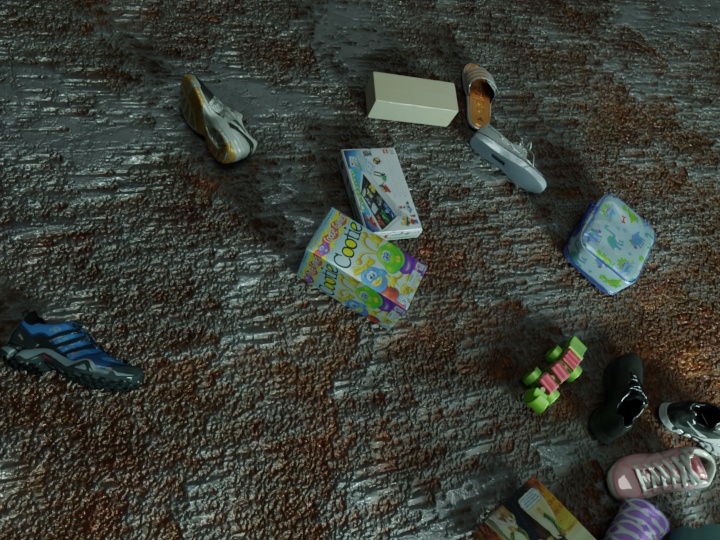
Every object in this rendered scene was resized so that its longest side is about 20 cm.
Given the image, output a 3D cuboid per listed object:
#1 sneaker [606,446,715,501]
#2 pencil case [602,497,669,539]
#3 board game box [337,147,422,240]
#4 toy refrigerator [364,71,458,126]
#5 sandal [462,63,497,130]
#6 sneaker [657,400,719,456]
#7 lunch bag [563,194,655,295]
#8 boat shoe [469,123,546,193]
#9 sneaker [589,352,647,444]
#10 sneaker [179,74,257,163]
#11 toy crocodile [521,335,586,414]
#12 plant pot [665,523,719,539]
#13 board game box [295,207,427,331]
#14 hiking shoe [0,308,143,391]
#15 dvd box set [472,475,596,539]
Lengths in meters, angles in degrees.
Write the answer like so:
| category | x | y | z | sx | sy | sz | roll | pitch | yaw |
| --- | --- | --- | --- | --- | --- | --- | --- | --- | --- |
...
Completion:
| category | x | y | z | sx | sy | sz | roll | pitch | yaw |
| --- | --- | --- | --- | --- | --- | --- | --- | --- | --- |
| sneaker | 0.544 | 0.359 | 1.002 | 0.197 | 0.105 | 0.077 | -4 | 67 | -20 |
| pencil case | 0.436 | 0.472 | 0.916 | 0.085 | 0.084 | 0.200 | 38 | 57 | 16 |
| board game box | 0.037 | -0.156 | 1.130 | 0.124 | 0.035 | 0.203 | -6 | 66 | -23 |
| toy refrigerator | 0.113 | -0.380 | 1.253 | 0.196 | 0.070 | 0.077 | 1 | 70 | -18 |
| sandal | 0.294 | -0.428 | 1.344 | 0.078 | 0.059 | 0.210 | 9 | 61 | -15 |
| sneaker | 0.688 | 0.306 | 1.085 | 0.197 | 0.091 | 0.067 | 25 | 59 | -5 |
| lunch bag | 0.546 | -0.062 | 1.230 | 0.160 | 0.083 | 0.200 | 39 | 58 | 2 |
| boat shoe | 0.349 | -0.264 | 1.268 | 0.201 | 0.075 | 0.086 | 38 | 75 | 10 |
| sneaker | 0.507 | 0.235 | 1.060 | 0.075 | 0.091 | 0.201 | 33 | 57 | 2 |
| sneaker | -0.275 | -0.292 | 1.081 | 0.087 | 0.076 | 0.202 | -23 | 76 | -44 |
| toy crocodile | 0.367 | 0.192 | 1.050 | 0.199 | 0.062 | 0.068 | -35 | 79 | -30 |
| plant pot | 0.583 | 0.528 | 0.888 | 0.197 | 0.201 | 0.198 | 20 | 51 | -8 |
| board game box | 0.000 | 0.000 | 0.997 | 0.198 | 0.105 | 0.104 | 31 | 59 | -1 |
| hiking shoe | -0.409 | 0.115 | 0.814 | 0.197 | 0.075 | 0.088 | 17 | 60 | -10 |
| dvd box set | 0.294 | 0.443 | 0.867 | 0.145 | 0.030 | 0.200 | -28 | 53 | -23 |
